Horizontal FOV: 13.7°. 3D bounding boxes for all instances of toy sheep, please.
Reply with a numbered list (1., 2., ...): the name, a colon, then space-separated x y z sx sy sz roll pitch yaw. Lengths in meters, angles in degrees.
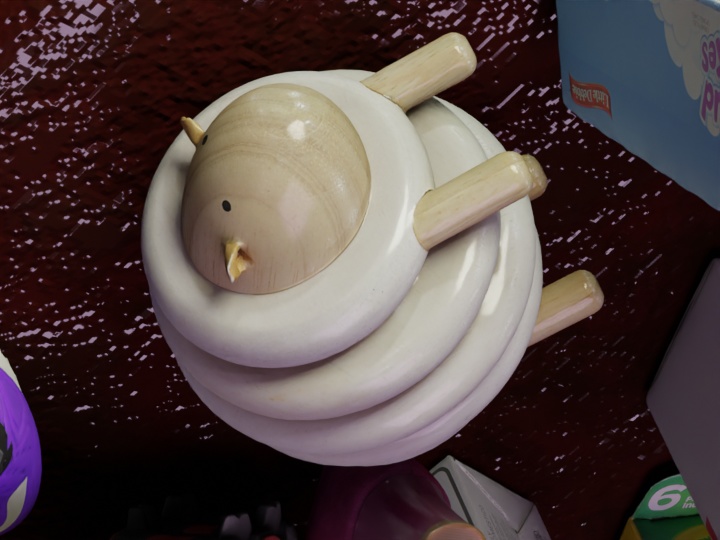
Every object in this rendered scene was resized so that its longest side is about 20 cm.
1. toy sheep: 0.000 0.000 0.958 0.137 0.138 0.200 -29 146 5

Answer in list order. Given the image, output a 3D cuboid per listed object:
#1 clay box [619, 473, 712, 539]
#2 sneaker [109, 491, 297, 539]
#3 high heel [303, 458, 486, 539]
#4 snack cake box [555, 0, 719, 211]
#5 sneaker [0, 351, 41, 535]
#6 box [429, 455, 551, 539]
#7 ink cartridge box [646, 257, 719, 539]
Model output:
1. clay box: 0.150 0.162 1.268 0.114 0.048 0.201 -4 137 -23
2. sneaker: -0.095 0.140 1.040 0.200 0.070 0.099 -9 100 -50
3. high heel: -0.013 0.163 1.096 0.067 0.096 0.201 8 104 -27
4. snack cake box: 0.145 -0.066 0.895 0.114 0.200 0.068 -11 110 -15
5. sneaker: -0.147 0.052 0.956 0.069 0.100 0.201 -23 143 -1
6. box: -0.002 0.181 1.160 0.200 0.117 0.060 -40 138 19
7. ink cartridge box: 0.231 0.070 1.130 0.199 0.147 0.083 -2 137 -24
